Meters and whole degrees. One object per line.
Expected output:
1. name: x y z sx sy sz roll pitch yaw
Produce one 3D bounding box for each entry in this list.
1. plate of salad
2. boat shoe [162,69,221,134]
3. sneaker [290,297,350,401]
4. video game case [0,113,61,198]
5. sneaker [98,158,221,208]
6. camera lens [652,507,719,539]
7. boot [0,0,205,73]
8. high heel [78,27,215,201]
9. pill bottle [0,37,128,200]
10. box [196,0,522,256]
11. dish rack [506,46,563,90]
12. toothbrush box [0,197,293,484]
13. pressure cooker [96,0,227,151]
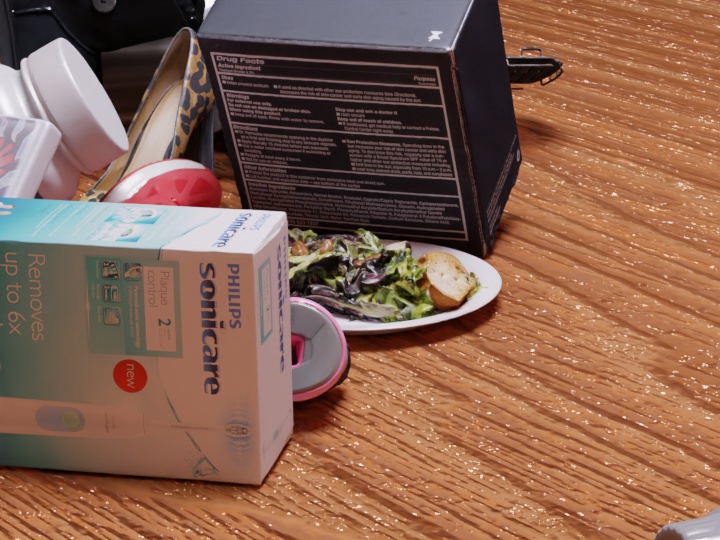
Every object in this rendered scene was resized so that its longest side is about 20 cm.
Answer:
1. plate of salad: 0.000 0.000 1.703 0.199 0.048 0.200 -1 19 0
2. boat shoe: -0.086 -0.164 1.995 0.199 0.076 0.072 -15 16 -4
3. sneaker: -0.097 0.054 1.540 0.199 0.079 0.095 5 -3 15
4. video game case: -0.315 -0.023 1.623 0.182 0.023 0.201 9 65 29
5. sneaker: -0.149 -0.010 1.730 0.115 0.079 0.200 25 43 36
6. camera lens: 0.230 0.168 1.001 0.199 0.161 0.160 -4 18 -8
7. boot: -0.207 -0.183 1.972 0.167 0.201 0.076 -12 7 14
8. high heel: -0.175 -0.105 1.875 0.071 0.143 0.200 8 21 27
9. pill bottle: -0.273 -0.076 1.721 0.200 0.113 0.113 -30 18 6
10. box: 0.005 -0.129 1.803 0.199 0.199 0.123 6 46 18
11. dish rack: 0.073 -0.157 2.086 0.199 0.055 0.153 -1 -2 -7
12. toothbrush box: -0.145 0.040 1.436 0.199 0.147 0.085 4 19 11
13. pressure cooker: -0.158 -0.201 2.114 0.199 0.177 0.179 -4 15 -11
